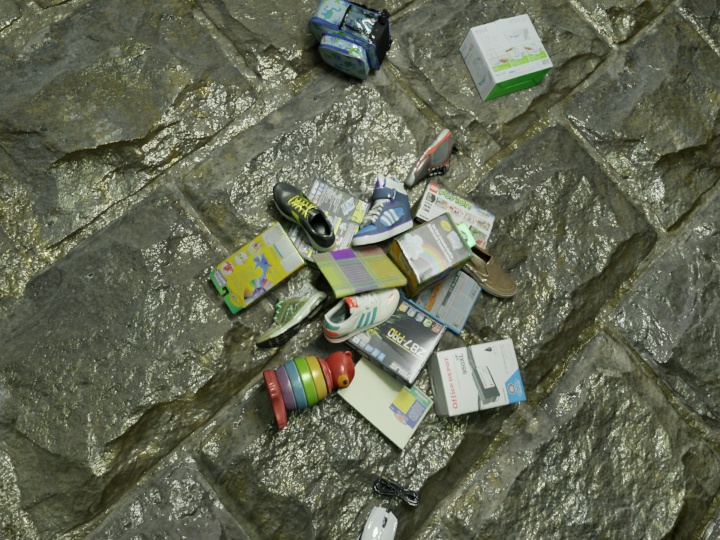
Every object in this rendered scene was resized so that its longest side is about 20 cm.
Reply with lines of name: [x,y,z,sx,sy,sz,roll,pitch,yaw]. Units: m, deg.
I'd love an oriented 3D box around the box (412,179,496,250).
box: [0.243,-0.137,1.404,0.197,0.035,0.112,26,71,-4]

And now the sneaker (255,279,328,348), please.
sneaker: [-0.168,0.097,1.241,0.199,0.077,0.089,-39,72,-24]

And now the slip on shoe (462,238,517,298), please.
slip on shoe: [0.315,-0.008,1.363,0.199,0.061,0.076,39,53,3]

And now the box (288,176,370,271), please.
box: [-0.081,-0.102,1.319,0.157,0.044,0.204,23,72,-6]

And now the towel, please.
towel: [0.000,0.000,1.241,0.196,0.023,0.144,-9,45,-32]

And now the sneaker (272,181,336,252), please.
sneaker: [-0.122,-0.135,1.251,0.200,0.085,0.074,45,71,3]

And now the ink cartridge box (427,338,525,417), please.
ink cartridge box: [0.267,0.252,1.277,0.195,0.084,0.148,-8,76,-14]

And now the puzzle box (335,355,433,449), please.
puzzle box: [0.056,0.291,1.251,0.199,0.025,0.134,41,69,1]

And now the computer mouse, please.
computer mouse: [0.046,0.553,1.168,0.108,0.044,0.203,29,71,-4]

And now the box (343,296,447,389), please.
box: [0.076,0.146,1.252,0.198,0.049,0.162,32,70,17]

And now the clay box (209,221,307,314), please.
clay box: [-0.232,-0.003,1.237,0.198,0.048,0.116,-35,84,1]

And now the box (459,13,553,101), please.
box: [0.407,-0.600,1.533,0.196,0.097,0.180,-21,80,-16]

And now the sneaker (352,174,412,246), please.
sneaker: [0.040,-0.151,1.308,0.198,0.080,0.150,-23,99,-39]

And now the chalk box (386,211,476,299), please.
chalk box: [0.179,-0.044,1.298,0.197,0.124,0.126,-25,76,-16]

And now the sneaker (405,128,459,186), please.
sneaker: [0.194,-0.279,1.413,0.082,0.077,0.201,42,71,-5]

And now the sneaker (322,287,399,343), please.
sneaker: [0.003,0.085,1.207,0.197,0.094,0.071,-28,62,-11]

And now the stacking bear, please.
stacking bear: [-0.104,0.238,1.184,0.196,0.114,0.124,-17,115,-15]

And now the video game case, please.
video game case: [0.191,0.045,1.352,0.198,0.018,0.145,32,71,-2]

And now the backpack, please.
backpack: [-0.034,-0.597,1.394,0.197,0.183,0.149,28,91,6]
